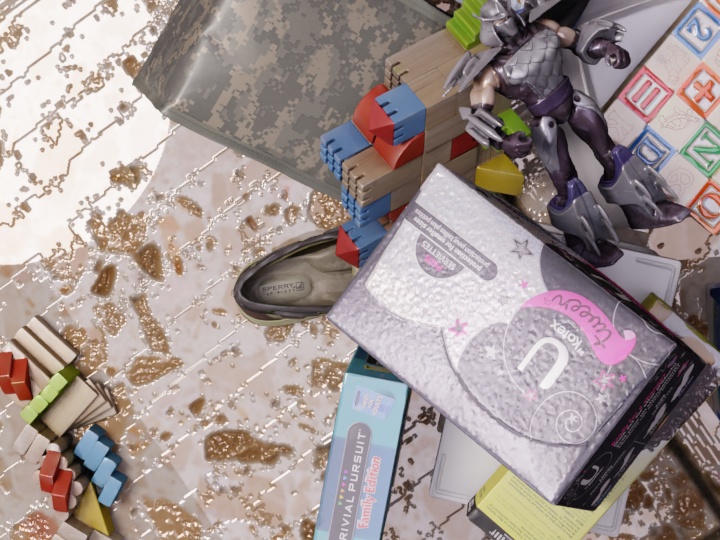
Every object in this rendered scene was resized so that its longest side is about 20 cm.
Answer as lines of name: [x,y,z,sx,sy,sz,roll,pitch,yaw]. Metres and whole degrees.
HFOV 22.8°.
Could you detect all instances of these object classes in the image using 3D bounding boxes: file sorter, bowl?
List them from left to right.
file sorter: [0.139,0.070,1.313,0.138,0.125,0.202,12,97,2]
bowl: [0.229,-0.135,1.313,0.198,0.075,0.202,-15,96,6]

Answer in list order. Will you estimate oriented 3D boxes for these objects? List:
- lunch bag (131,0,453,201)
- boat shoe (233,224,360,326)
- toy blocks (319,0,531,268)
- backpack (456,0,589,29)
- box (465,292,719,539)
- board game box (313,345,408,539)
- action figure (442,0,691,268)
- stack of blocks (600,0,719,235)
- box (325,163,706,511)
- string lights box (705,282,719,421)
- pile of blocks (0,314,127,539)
lunch bag: [-0.036,-0.152,1.303,0.199,0.118,0.165,26,97,-26]
boat shoe: [0.000,0.000,1.343,0.199,0.065,0.074,-19,91,3]
toy blocks: [0.034,-0.086,1.248,0.136,0.201,0.100,-28,62,-19]
backpack: [0.088,-0.275,1.260,0.190,0.154,0.201,31,93,35]
box: [0.162,0.114,1.230,0.075,0.050,0.200,39,98,-2]
board game box: [0.003,0.135,1.291,0.047,0.200,0.152,11,96,3]
action figure: [0.134,-0.102,1.180,0.130,0.069,0.201,-38,110,-10]
stack of blocks: [0.265,-0.139,1.243,0.115,0.059,0.200,39,98,-1]
box: [0.102,0.044,1.164,0.200,0.115,0.133,39,96,21]
string lights box: [0.286,0.069,1.265,0.058,0.200,0.104,-5,96,4]
pile of blocks: [-0.226,0.135,1.376,0.082,0.062,0.201,-22,94,6]
